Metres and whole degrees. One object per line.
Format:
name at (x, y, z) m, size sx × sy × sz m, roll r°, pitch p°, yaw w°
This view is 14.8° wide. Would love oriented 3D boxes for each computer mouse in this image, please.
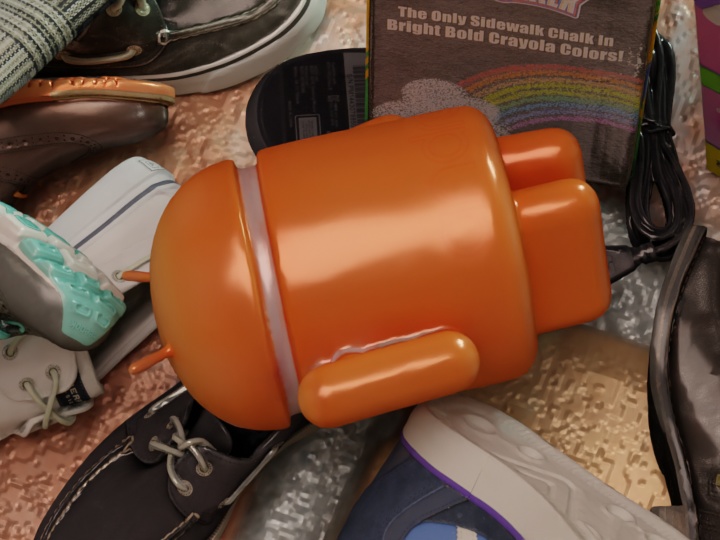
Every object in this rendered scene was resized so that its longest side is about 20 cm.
computer mouse at (0.052, -0.039, 1.246) m, size 0.198 × 0.046 × 0.141 m, roll -8°, pitch 60°, yaw -5°

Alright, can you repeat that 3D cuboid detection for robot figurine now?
robot figurine at (0.000, -0.001, 1.140) m, size 0.198 × 0.117 × 0.145 m, roll -12°, pitch 74°, yaw -1°

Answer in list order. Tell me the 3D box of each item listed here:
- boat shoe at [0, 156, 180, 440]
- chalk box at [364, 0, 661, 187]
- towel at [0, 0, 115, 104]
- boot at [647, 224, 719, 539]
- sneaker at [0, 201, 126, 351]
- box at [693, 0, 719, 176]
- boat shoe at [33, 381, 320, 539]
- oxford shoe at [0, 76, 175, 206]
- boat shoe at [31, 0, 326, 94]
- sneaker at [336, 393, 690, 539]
boat shoe at (-0.142, 0.035, 1.233) m, size 0.067 × 0.074 × 0.200 m, roll 38°, pitch 79°, yaw 23°
chalk box at (0.070, -0.148, 1.167) m, size 0.123 × 0.201 × 0.124 m, roll 8°, pitch 56°, yaw 4°
towel at (-0.174, -0.164, 1.281) m, size 0.199 × 0.035 × 0.193 m, roll 23°, pitch 58°, yaw 38°
boot at (0.208, 0.079, 1.169) m, size 0.173 × 0.069 × 0.202 m, roll 0°, pitch 76°, yaw 6°
sneaker at (-0.177, 0.011, 1.172) m, size 0.199 × 0.077 × 0.092 m, roll 22°, pitch 80°, yaw 48°
box at (0.236, -0.074, 1.144) m, size 0.175 × 0.200 × 0.097 m, roll 33°, pitch 78°, yaw 19°
boat shoe at (-0.070, 0.070, 1.213) m, size 0.200 × 0.063 × 0.073 m, roll -40°, pitch 67°, yaw -8°
oxford shoe at (-0.176, -0.042, 1.282) m, size 0.199 × 0.071 × 0.073 m, roll -14°, pitch 85°, yaw 10°
boat shoe at (-0.116, -0.121, 1.295) m, size 0.198 × 0.064 × 0.071 m, roll -9°, pitch 67°, yaw 6°
sneaker at (0.064, 0.158, 1.130) m, size 0.200 × 0.080 × 0.147 m, roll 38°, pitch 112°, yaw 36°
